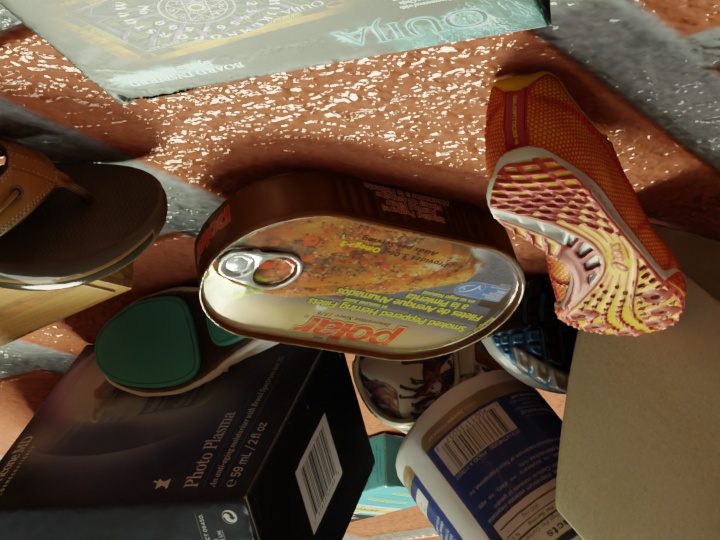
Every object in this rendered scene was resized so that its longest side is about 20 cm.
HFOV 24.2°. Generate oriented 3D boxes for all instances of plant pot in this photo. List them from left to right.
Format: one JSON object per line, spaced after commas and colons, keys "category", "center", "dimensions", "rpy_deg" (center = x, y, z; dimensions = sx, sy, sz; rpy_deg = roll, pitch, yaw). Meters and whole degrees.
{"category": "plant pot", "center": [0.226, 0.105, 0.959], "dimensions": [0.199, 0.178, 0.200], "rpy_deg": [12, -159, -34]}

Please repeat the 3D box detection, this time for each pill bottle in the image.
{"category": "pill bottle", "center": [0.118, 0.170, 1.076], "dimensions": [0.110, 0.200, 0.111], "rpy_deg": [-26, 147, -19]}

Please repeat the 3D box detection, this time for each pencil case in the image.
{"category": "pencil case", "center": [0.071, 0.094, 1.208], "dimensions": [0.089, 0.078, 0.200], "rpy_deg": [6, 166, 26]}

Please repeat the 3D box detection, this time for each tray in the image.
{"category": "tray", "center": [-0.233, 0.012, 1.013], "dimensions": [0.098, 0.037, 0.199], "rpy_deg": [15, 157, -38]}

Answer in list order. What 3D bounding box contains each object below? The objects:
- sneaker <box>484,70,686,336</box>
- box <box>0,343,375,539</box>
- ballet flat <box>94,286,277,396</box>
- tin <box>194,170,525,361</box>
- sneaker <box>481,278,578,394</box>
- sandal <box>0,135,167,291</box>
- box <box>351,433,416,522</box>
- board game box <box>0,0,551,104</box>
{"category": "sneaker", "center": [0.118, -0.028, 0.836], "dimensions": [0.072, 0.078, 0.200], "rpy_deg": [-8, 147, 20]}
{"category": "box", "center": [-0.119, 0.140, 1.100], "dimensions": [0.197, 0.200, 0.124], "rpy_deg": [-6, 117, 20]}
{"category": "ballet flat", "center": [-0.085, 0.037, 1.060], "dimensions": [0.199, 0.070, 0.069], "rpy_deg": [-22, 153, 39]}
{"category": "tin", "center": [0.000, 0.000, 0.939], "dimensions": [0.199, 0.042, 0.112], "rpy_deg": [11, 133, -33]}
{"category": "sneaker", "center": [0.145, 0.057, 1.120], "dimensions": [0.199, 0.076, 0.086], "rpy_deg": [13, 162, -36]}
{"category": "sandal", "center": [-0.194, -0.041, 0.828], "dimensions": [0.198, 0.082, 0.055], "rpy_deg": [9, 138, -10]}
{"category": "box", "center": [-0.006, 0.198, 1.556], "dimensions": [0.082, 0.050, 0.199], "rpy_deg": [12, 157, -34]}
{"category": "board game box", "center": [-0.036, -0.117, 0.652], "dimensions": [0.198, 0.028, 0.135], "rpy_deg": [-8, 161, 17]}
